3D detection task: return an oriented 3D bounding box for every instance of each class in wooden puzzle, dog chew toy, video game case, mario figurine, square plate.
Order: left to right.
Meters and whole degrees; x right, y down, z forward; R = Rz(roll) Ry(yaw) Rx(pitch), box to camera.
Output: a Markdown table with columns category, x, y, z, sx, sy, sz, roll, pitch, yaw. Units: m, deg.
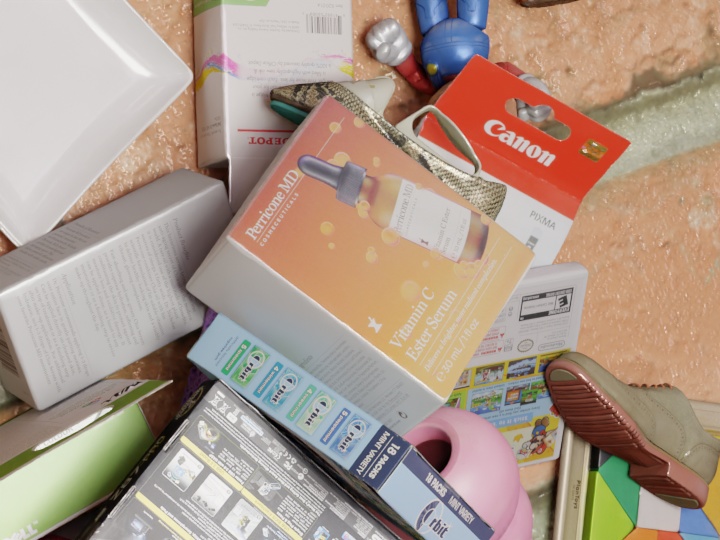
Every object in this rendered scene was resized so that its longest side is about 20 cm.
| category | x | y | z | sx | sy | sz | roll | pitch | yaw |
| --- | --- | --- | --- | --- | --- | --- | --- | --- | --- |
| square plate | -0.258 | -0.151 | 1.626 | 0.198 | 0.028 | 0.200 | 47 | 69 | -16 |
| mario figurine | 0.081 | -0.167 | 1.743 | 0.106 | 0.123 | 0.201 | -3 | 84 | -44 |
| dog chew toy | 0.082 | 0.196 | 1.703 | 0.125 | 0.124 | 0.200 | -54 | 141 | -18 |
| video game case | 0.087 | 0.090 | 1.735 | 0.199 | 0.023 | 0.183 | -10 | 120 | -29 |
| wooden puzzle | 0.255 | 0.200 | 1.849 | 0.199 | 0.037 | 0.186 | 10 | 83 | -27 |

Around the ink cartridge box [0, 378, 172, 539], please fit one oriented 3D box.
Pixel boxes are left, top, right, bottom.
| category | x | y | z | sx | sy | sz | roll | pitch | yaw |
| --- | --- | --- | --- | --- | --- | --- | --- | --- | --- |
| ink cartridge box | -0.214 | 0.143 | 1.536 | 0.147 | 0.200 | 0.076 | -29 | 100 | -24 |

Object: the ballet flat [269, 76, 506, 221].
| category | x | y | z | sx | sy | sz | roll | pitch | yaw |
| --- | --- | --- | --- | --- | --- | --- | --- | --- | --- |
| ballet flat | 0.027 | -0.101 | 1.647 | 0.200 | 0.068 | 0.075 | 35 | 83 | -2 |

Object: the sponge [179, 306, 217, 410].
| category | x | y | z | sx | sy | sz | roll | pitch | yaw |
| --- | --- | --- | --- | --- | --- | --- | --- | --- | --- |
| sponge | -0.040 | 0.077 | 1.679 | 0.199 | 0.030 | 0.112 | 4 | 114 | -35 |

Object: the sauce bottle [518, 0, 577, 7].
| category | x | y | z | sx | sy | sz | roll | pitch | yaw |
| --- | --- | --- | --- | --- | --- | --- | --- | --- | --- |
| sauce bottle | 0.151 | -0.325 | 1.813 | 0.066 | 0.066 | 0.201 | -8 | 92 | -26 |

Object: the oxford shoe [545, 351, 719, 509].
| category | x | y | z | sx | sy | sz | roll | pitch | yaw |
| --- | --- | --- | --- | --- | --- | --- | --- | --- | --- |
| oxford shoe | 0.229 | 0.119 | 1.791 | 0.200 | 0.071 | 0.074 | 43 | 64 | -31 |

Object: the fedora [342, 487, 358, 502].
| category | x | y | z | sx | sy | sz | roll | pitch | yaw |
| --- | --- | --- | --- | --- | --- | --- | --- | --- | --- |
| fedora | -0.077 | 0.234 | 1.571 | 0.199 | 0.082 | 0.202 | 1 | 86 | -18 |

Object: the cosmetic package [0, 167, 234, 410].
| category | x | y | z | sx | sy | sz | roll | pitch | yaw |
| --- | --- | --- | --- | --- | --- | --- | --- | --- | --- |
| cosmetic package | -0.187 | 0.011 | 1.616 | 0.199 | 0.071 | 0.102 | -27 | 115 | -24 |

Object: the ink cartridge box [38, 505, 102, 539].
| category | x | y | z | sx | sy | sz | roll | pitch | yaw |
| --- | --- | --- | --- | --- | --- | --- | --- | --- | --- |
| ink cartridge box | -0.151 | 0.242 | 1.626 | 0.199 | 0.083 | 0.146 | -28 | 100 | -25 |

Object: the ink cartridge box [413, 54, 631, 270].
| category | x | y | z | sx | sy | sz | roll | pitch | yaw |
| --- | --- | --- | --- | --- | --- | --- | --- | --- | --- |
| ink cartridge box | 0.097 | -0.056 | 1.715 | 0.162 | 0.200 | 0.057 | 26 | 38 | -22 |

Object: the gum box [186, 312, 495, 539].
| category | x | y | z | sx | sy | sz | roll | pitch | yaw |
| --- | --- | --- | --- | --- | --- | --- | --- | --- | --- |
| gum box | -0.013 | 0.127 | 1.551 | 0.045 | 0.200 | 0.170 | -52 | 145 | -9 |

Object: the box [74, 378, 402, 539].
| category | x | y | z | sx | sy | sz | roll | pitch | yaw |
| --- | --- | --- | --- | --- | --- | --- | --- | --- | --- |
| box | -0.081 | 0.201 | 1.503 | 0.200 | 0.049 | 0.161 | 41 | 72 | -11 |

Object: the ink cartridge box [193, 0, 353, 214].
| category | x | y | z | sx | sy | sz | roll | pitch | yaw |
| --- | --- | --- | --- | --- | --- | --- | --- | --- | --- |
| ink cartridge box | -0.068 | -0.141 | 1.695 | 0.116 | 0.067 | 0.201 | 0 | 86 | -26 |

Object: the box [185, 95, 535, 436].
| category | x | y | z | sx | sy | sz | roll | pitch | yaw |
| --- | --- | --- | --- | --- | --- | --- | --- | --- | --- |
| box | 0.000 | 0.000 | 1.585 | 0.200 | 0.106 | 0.153 | 36 | 61 | -6 |
